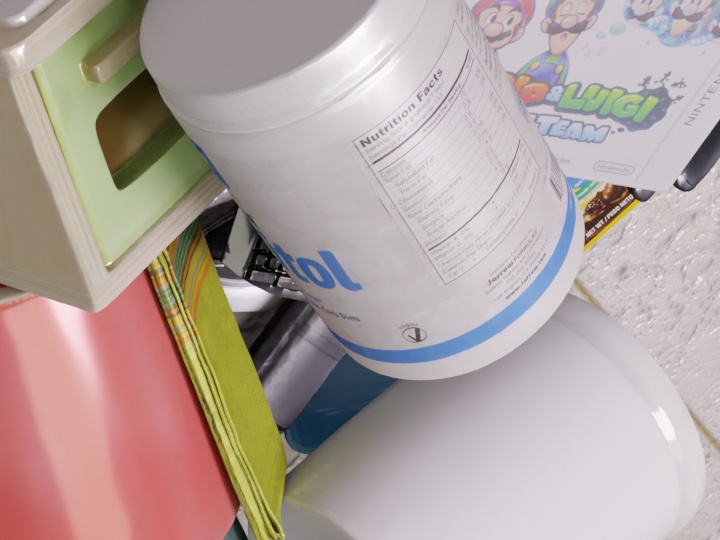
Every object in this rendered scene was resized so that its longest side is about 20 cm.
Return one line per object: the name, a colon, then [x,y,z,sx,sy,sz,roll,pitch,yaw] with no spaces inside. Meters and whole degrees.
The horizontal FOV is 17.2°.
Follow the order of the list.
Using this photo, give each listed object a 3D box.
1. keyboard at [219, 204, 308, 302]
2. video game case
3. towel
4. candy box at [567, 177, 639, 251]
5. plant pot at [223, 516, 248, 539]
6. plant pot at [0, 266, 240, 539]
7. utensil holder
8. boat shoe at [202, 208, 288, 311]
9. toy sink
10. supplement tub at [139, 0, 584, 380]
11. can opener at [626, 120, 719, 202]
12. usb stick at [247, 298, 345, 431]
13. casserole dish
keyboard: [0.013,-0.077,1.159,0.127,0.021,0.201,10,107,-37]
video game case: [0.116,-0.120,1.136,0.199,0.024,0.182,7,131,-34]
towel: [-0.070,0.034,1.182,0.018,0.086,0.201,-12,119,12]
candy box: [0.098,-0.029,1.430,0.200,0.026,0.102,-42,138,3]
plant pot: [-0.134,0.189,1.341,0.200,0.200,0.197,-27,132,-14]
plant pot: [-0.164,0.047,1.179,0.200,0.200,0.178,-22,127,-20]
utensil holder: [0.062,0.132,1.302,0.200,0.170,0.170,-38,145,-29]
boat shoe: [-0.015,-0.035,1.304,0.199,0.070,0.067,-15,128,-28]
toy sink: [-0.137,-0.105,1.045,0.130,0.112,0.201,-46,137,-34]
supplement tub: [0.005,-0.058,1.037,0.132,0.132,0.200,-37,131,-2]
can opener: [0.198,-0.099,1.360,0.079,0.063,0.200,53,47,-17]
usb stick: [0.000,0.000,1.273,0.200,0.033,0.055,-53,141,1]
casserole dish: [0.031,0.043,1.397,0.199,0.039,0.122,-9,131,-28]
